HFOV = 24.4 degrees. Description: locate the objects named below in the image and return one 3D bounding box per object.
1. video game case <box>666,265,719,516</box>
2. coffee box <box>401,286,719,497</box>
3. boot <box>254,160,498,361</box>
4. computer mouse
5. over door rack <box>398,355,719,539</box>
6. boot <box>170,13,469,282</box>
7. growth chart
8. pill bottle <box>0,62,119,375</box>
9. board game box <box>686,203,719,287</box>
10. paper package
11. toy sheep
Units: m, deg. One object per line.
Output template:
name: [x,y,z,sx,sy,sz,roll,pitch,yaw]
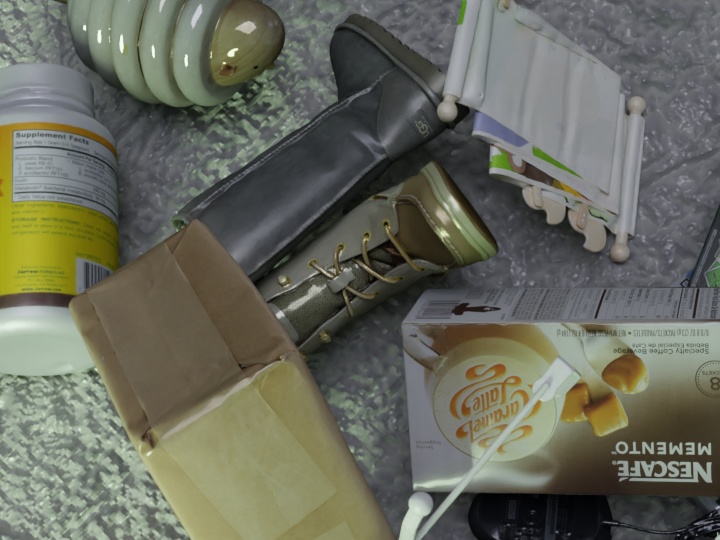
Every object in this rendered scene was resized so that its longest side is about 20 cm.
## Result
video game case: [0.276,0.079,1.099,0.182,0.022,0.200,-36,71,-8]
coffee box: [0.133,0.075,1.045,0.199,0.080,0.115,0,105,14]
boot: [0.000,0.000,1.069,0.154,0.200,0.072,-34,96,-6]
computer mouse: [0.168,0.165,1.065,0.199,0.034,0.059,6,62,11]
over door rack: [0.102,0.157,0.907,0.148,0.067,0.200,41,78,17]
boot: [-0.041,-0.080,1.135,0.200,0.073,0.182,-42,27,-3]
growth chart: [0.127,-0.102,1.120,0.018,0.200,0.145,-13,51,48]
pill bottle: [-0.221,-0.036,1.144,0.109,0.109,0.201,-5,68,3]
board game box: [0.288,-0.027,1.114,0.104,0.023,0.200,21,73,15]
paper package: [-0.071,0.100,0.983,0.103,0.200,0.191,-30,33,-6]
toy sheep: [-0.141,-0.184,1.184,0.200,0.138,0.138,20,72,27]
